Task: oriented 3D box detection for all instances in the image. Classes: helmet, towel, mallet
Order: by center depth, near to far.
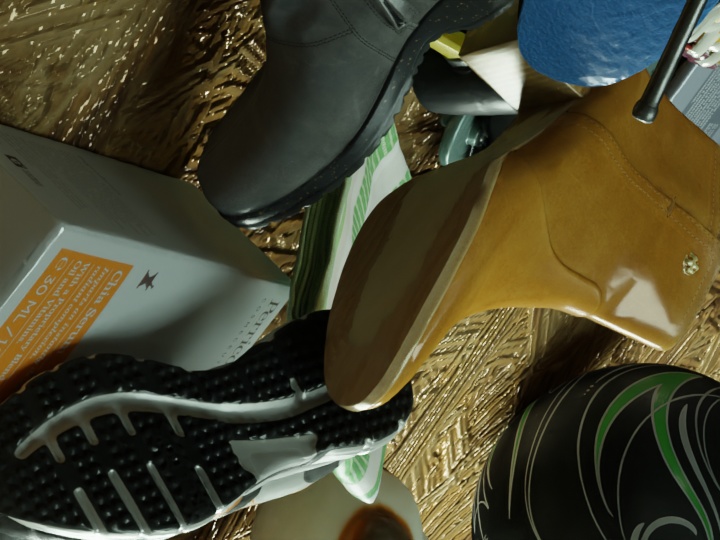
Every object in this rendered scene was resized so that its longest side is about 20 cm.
[{"bbox_3d":[0.003,-0.104,1.104,0.199,0.066,0.041,19,75,-45],"label":"mallet"},{"bbox_3d":[0.000,0.000,1.204,0.200,0.023,0.153,78,20,-63],"label":"towel"},{"bbox_3d":[0.165,0.150,1.647,0.199,0.191,0.200,-8,146,-5],"label":"helmet"}]

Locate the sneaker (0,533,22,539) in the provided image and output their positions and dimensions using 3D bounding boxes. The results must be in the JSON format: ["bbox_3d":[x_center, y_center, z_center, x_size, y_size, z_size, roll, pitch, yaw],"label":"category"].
[{"bbox_3d":[-0.130,0.103,1.167,0.200,0.073,0.088,-17,118,-74],"label":"sneaker"}]

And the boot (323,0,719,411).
[{"bbox_3d":[0.076,-0.002,1.092,0.144,0.071,0.202,39,64,-30],"label":"boot"}]

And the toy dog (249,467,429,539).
[{"bbox_3d":[-0.046,0.181,1.416,0.194,0.140,0.200,36,99,-31],"label":"toy dog"}]

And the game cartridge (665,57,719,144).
[{"bbox_3d":[0.167,-0.081,1.470,0.200,0.040,0.133,-54,154,16],"label":"game cartridge"}]

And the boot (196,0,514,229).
[{"bbox_3d":[-0.031,-0.107,0.995,0.131,0.070,0.200,23,124,-33],"label":"boot"}]

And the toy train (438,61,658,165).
[{"bbox_3d":[0.093,-0.073,1.293,0.114,0.085,0.201,-48,160,-38],"label":"toy train"}]

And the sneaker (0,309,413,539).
[{"bbox_3d":[-0.070,0.072,1.039,0.199,0.074,0.080,-9,159,-42],"label":"sneaker"}]

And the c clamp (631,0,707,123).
[{"bbox_3d":[0.173,-0.132,1.003,0.200,0.027,0.172,-4,123,-60],"label":"c clamp"}]

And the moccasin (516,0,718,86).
[{"bbox_3d":[0.116,-0.152,0.995,0.068,0.080,0.200,-86,-160,-45],"label":"moccasin"}]

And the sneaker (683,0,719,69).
[{"bbox_3d":[0.148,-0.122,1.159,0.075,0.090,0.200,-27,-164,23],"label":"sneaker"}]

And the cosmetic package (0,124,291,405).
[{"bbox_3d":[-0.116,0.012,1.050,0.102,0.071,0.200,-52,158,10],"label":"cosmetic package"}]
